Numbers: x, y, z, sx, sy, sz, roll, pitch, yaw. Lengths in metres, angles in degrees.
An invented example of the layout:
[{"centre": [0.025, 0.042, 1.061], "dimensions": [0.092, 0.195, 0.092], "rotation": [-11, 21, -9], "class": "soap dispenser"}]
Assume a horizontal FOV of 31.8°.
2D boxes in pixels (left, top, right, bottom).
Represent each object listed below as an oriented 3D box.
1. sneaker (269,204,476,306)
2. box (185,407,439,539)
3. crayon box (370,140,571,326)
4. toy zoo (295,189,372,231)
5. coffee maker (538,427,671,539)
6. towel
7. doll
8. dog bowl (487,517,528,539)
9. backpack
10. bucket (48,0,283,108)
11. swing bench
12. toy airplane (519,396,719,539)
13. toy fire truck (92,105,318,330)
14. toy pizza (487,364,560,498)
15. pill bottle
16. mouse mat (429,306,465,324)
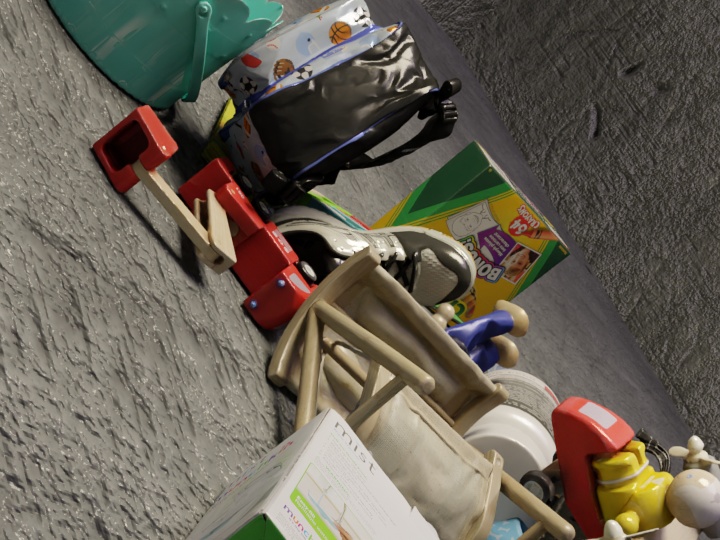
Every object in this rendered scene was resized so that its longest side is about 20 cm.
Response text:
[{"centre": [0.000, 0.000, 1.098], "dimensions": [0.088, 0.197, 0.077], "rotation": [-54, 151, -69], "class": "sneaker"}, {"centre": [-0.005, 0.202, 0.705], "dimensions": [0.201, 0.096, 0.177], "rotation": [53, 14, -4], "class": "box"}, {"centre": [0.130, -0.032, 1.514], "dimensions": [0.200, 0.172, 0.059], "rotation": [40, 16, -41], "class": "crayon box"}, {"centre": [0.009, -0.026, 1.242], "dimensions": [0.199, 0.021, 0.131], "rotation": [36, 5, 17], "class": "toy zoo"}, {"centre": [0.261, 0.287, 1.164], "dimensions": [0.200, 0.192, 0.135], "rotation": [43, 9, -39], "class": "coffee maker"}, {"centre": [-0.115, -0.115, 1.246], "dimensions": [0.087, 0.018, 0.201], "rotation": [55, 13, -18], "class": "towel"}, {"centre": [0.069, 0.086, 1.129], "dimensions": [0.199, 0.138, 0.048], "rotation": [-26, 50, -39], "class": "doll"}, {"centre": [0.145, 0.291, 1.013], "dimensions": [0.202, 0.049, 0.111], "rotation": [64, 8, 12], "class": "dog bowl"}, {"centre": [-0.043, -0.140, 1.118], "dimensions": [0.156, 0.198, 0.190], "rotation": [62, -22, 4], "class": "backpack"}, {"centre": [-0.177, -0.253, 1.119], "dimensions": [0.208, 0.134, 0.208], "rotation": [48, 16, -19], "class": "bucket"}, {"centre": [0.037, 0.124, 0.968], "dimensions": [0.199, 0.129, 0.201], "rotation": [45, 11, -28], "class": "swing bench"}, {"centre": [0.233, 0.210, 0.995], "dimensions": [0.198, 0.141, 0.202], "rotation": [30, 43, -27], "class": "toy airplane"}, {"centre": [-0.114, -0.035, 0.997], "dimensions": [0.201, 0.048, 0.141], "rotation": [55, 15, 0], "class": "toy fire truck"}, {"centre": [0.205, 0.201, 1.506], "dimensions": [0.201, 0.032, 0.201], "rotation": [48, 17, -19], "class": "toy pizza"}, {"centre": [0.131, 0.170, 1.177], "dimensions": [0.115, 0.113, 0.200], "rotation": [53, 14, 0], "class": "pill bottle"}, {"centre": [0.021, -0.004, 1.267], "dimensions": [0.160, 0.008, 0.200], "rotation": [31, 5, -29], "class": "mouse mat"}]
